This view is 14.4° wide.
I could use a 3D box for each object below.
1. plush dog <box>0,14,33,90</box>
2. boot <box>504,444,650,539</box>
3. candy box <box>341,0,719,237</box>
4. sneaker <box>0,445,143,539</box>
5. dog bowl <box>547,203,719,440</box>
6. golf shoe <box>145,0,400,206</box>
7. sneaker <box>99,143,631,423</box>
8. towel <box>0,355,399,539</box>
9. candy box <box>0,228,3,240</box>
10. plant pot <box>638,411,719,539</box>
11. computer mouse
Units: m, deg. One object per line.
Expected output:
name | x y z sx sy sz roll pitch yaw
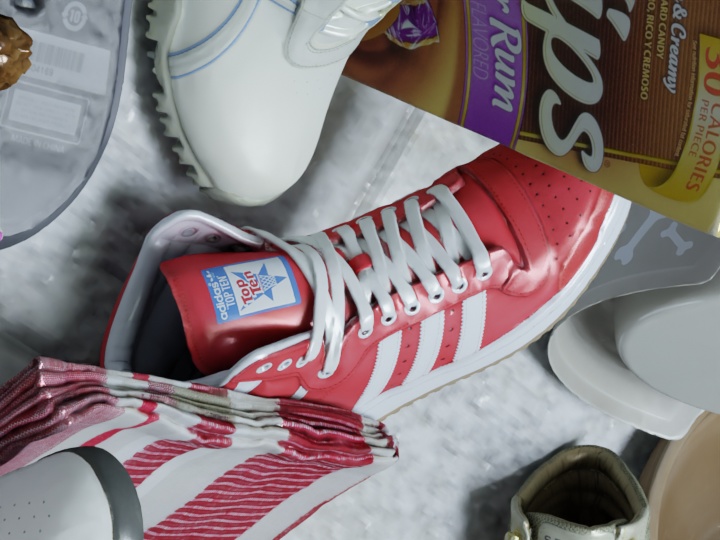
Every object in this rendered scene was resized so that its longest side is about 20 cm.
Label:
plush dog | -0.115 -0.126 0.764 0.172 0.161 0.200 -38 115 12
boot | 0.087 0.180 1.229 0.200 0.072 0.155 -72 166 -64
candy box | 0.071 -0.101 0.980 0.056 0.199 0.117 -10 118 -49
sneaker | -0.163 0.119 0.868 0.201 0.067 0.108 -39 148 26
dog bowl | 0.181 0.020 1.210 0.200 0.199 0.059 42 51 -53
golf shoe | -0.013 -0.105 0.961 0.078 0.097 0.201 -22 129 -46
sneaker | 0.000 0.000 1.004 0.200 0.071 0.112 -35 151 6
towel | -0.090 0.087 0.978 0.144 0.023 0.200 -37 153 25
candy box | -0.210 0.032 0.779 0.200 0.061 0.136 -51 145 9
plant pot | 0.208 0.149 1.364 0.201 0.201 0.093 -43 -179 -27
computer mouse | -0.105 -0.105 0.880 0.138 0.053 0.201 19 88 -40
